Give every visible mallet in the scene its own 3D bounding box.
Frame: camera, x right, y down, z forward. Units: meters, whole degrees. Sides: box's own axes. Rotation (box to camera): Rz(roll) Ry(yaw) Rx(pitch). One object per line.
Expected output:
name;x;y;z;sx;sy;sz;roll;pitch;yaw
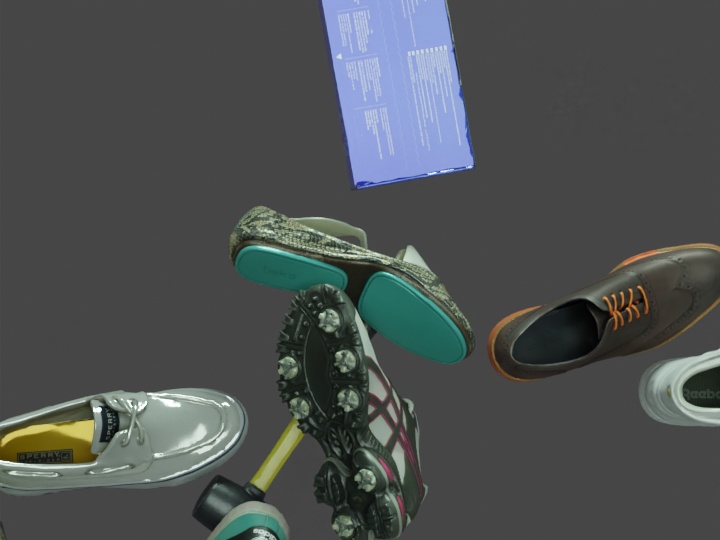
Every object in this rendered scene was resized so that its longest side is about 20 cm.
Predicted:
mallet;-0.041;0.127;1.761;0.066;0.041;0.200;42;82;-3

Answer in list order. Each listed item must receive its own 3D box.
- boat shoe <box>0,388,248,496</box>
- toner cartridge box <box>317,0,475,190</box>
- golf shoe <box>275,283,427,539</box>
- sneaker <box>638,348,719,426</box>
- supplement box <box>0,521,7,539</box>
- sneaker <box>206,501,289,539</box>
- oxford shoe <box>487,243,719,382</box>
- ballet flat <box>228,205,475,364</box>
boat shoe;-0.182;0.121;1.724;0.200;0.070;0.071;-6;69;-2
toner cartridge box;0.022;-0.166;1.765;0.095;0.043;0.200;-10;90;-6
golf shoe;-0.004;0.102;1.734;0.077;0.088;0.200;-7;102;33
sneaker;0.318;0.087;1.749;0.200;0.116;0.074;-7;88;-6
supplement box;-0.339;0.275;1.651;0.200;0.200;0.134;-15;90;-5
sneaker;-0.120;0.263;1.711;0.071;0.080;0.200;30;105;-5
oxford shoe;0.195;0.035;1.760;0.200;0.073;0.071;-25;90;-5
ballet flat;0.000;0.000;1.750;0.200;0.068;0.075;23;44;-4
